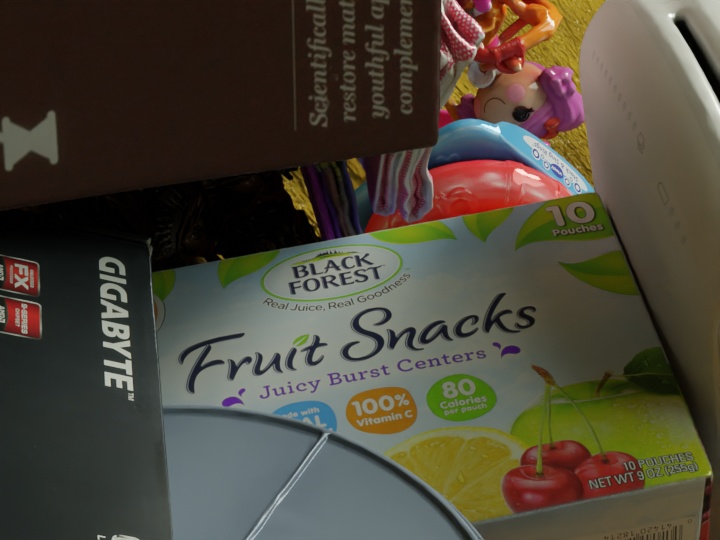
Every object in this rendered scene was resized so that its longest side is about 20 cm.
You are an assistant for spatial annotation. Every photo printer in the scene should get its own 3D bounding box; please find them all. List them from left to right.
[{"bbox_3d":[0.131,0.006,0.765,0.167,0.069,0.200,-107,-178,-47],"label":"photo printer"}]

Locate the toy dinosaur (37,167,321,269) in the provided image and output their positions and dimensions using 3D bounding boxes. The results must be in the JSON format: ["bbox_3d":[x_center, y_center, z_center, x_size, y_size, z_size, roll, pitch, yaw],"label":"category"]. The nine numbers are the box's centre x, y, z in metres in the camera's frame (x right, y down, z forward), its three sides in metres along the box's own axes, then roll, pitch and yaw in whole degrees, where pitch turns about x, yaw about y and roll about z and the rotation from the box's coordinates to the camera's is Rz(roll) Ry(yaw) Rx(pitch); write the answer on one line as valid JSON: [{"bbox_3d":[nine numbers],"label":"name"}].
[{"bbox_3d":[-0.093,-0.056,0.884,0.200,0.102,0.136,26,11,-7],"label":"toy dinosaur"}]

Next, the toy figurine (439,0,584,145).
[{"bbox_3d":[0.048,-0.112,1.104,0.184,0.200,0.150,52,40,-25],"label":"toy figurine"}]

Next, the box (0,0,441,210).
[{"bbox_3d":[-0.086,-0.135,0.700,0.164,0.166,0.200,-9,25,-20],"label":"box"}]

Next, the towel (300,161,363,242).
[{"bbox_3d":[0.000,0.000,0.873,0.144,0.023,0.201,-93,167,-86],"label":"towel"}]

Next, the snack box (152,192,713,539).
[{"bbox_3d":[0.003,0.052,0.731,0.142,0.199,0.053,-106,-172,-47],"label":"snack box"}]

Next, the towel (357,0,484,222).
[{"bbox_3d":[-0.003,-0.132,0.801,0.146,0.030,0.201,102,-28,-68],"label":"towel"}]

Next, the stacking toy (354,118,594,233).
[{"bbox_3d":[0.057,0.038,0.976,0.116,0.110,0.200,36,34,-33],"label":"stacking toy"}]

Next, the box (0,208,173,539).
[{"bbox_3d":[-0.133,0.052,0.584,0.158,0.046,0.200,12,36,-17],"label":"box"}]

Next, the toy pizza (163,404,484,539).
[{"bbox_3d":[-0.052,0.113,0.609,0.199,0.032,0.200,2,38,-2],"label":"toy pizza"}]
